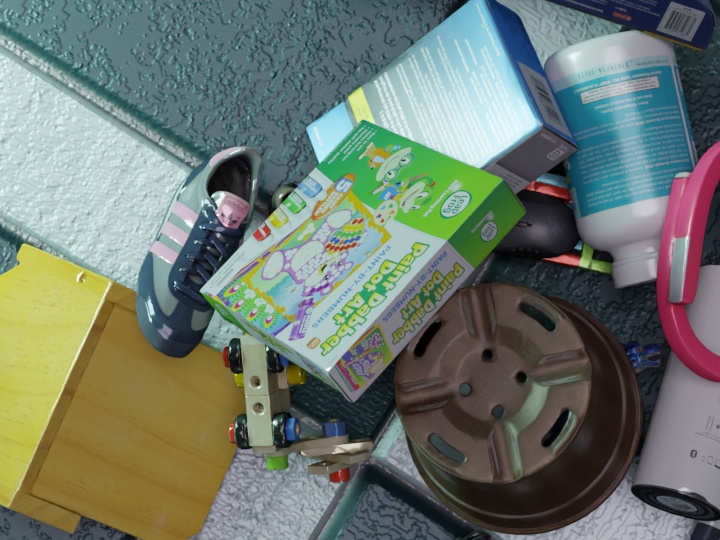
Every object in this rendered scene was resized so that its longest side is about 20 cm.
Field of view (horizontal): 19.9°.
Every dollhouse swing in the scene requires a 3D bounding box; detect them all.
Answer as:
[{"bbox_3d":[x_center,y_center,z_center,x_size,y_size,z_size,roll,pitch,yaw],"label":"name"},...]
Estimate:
[{"bbox_3d":[-0.222,0.114,1.738,0.181,0.175,0.201,20,85,43],"label":"dollhouse swing"}]

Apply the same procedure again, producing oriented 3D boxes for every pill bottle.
[{"bbox_3d":[0.223,-0.090,1.696,0.110,0.111,0.202,-11,86,-1],"label":"pill bottle"}]

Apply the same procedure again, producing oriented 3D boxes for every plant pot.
[{"bbox_3d":[0.114,0.099,1.606,0.199,0.198,0.202,-2,78,11],"label":"plant pot"}]

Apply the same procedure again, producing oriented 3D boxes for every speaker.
[{"bbox_3d":[0.288,0.099,1.698,0.081,0.081,0.201,18,73,1],"label":"speaker"}]

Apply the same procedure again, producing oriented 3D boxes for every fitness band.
[{"bbox_3d":[0.305,-0.009,1.652,0.143,0.037,0.202,17,79,-31],"label":"fitness band"}]

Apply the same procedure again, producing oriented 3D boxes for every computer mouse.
[{"bbox_3d":[0.088,-0.046,1.731,0.198,0.034,0.059,6,87,1],"label":"computer mouse"}]

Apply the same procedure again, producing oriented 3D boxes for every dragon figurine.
[{"bbox_3d":[0.174,0.134,1.726,0.199,0.059,0.100,-29,86,-3],"label":"dragon figurine"}]

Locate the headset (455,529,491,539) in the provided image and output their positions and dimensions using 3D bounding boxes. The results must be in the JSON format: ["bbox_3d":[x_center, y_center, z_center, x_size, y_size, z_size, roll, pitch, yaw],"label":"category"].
[{"bbox_3d":[0.125,0.313,1.687,0.094,0.124,0.200,-39,67,-4],"label":"headset"}]

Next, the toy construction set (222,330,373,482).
[{"bbox_3d":[-0.061,0.087,1.703,0.092,0.131,0.201,-18,91,16],"label":"toy construction set"}]

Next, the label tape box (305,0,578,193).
[{"bbox_3d":[0.065,-0.111,1.705,0.200,0.063,0.145,-35,57,24],"label":"label tape box"}]

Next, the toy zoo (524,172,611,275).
[{"bbox_3d":[0.148,-0.076,1.760,0.198,0.020,0.132,12,86,1],"label":"toy zoo"}]

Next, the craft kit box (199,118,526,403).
[{"bbox_3d":[-0.002,-0.013,1.587,0.200,0.197,0.049,-48,129,-12],"label":"craft kit box"}]

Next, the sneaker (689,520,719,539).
[{"bbox_3d":[0.339,0.213,1.679,0.079,0.129,0.201,20,82,-17],"label":"sneaker"}]

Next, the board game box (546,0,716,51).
[{"bbox_3d":[0.193,-0.282,1.706,0.199,0.200,0.062,15,123,-15],"label":"board game box"}]

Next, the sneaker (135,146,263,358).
[{"bbox_3d":[-0.128,-0.023,1.675,0.070,0.082,0.201,30,47,-22],"label":"sneaker"}]

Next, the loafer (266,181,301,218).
[{"bbox_3d":[0.000,0.000,1.732,0.200,0.063,0.072,39,87,2],"label":"loafer"}]
